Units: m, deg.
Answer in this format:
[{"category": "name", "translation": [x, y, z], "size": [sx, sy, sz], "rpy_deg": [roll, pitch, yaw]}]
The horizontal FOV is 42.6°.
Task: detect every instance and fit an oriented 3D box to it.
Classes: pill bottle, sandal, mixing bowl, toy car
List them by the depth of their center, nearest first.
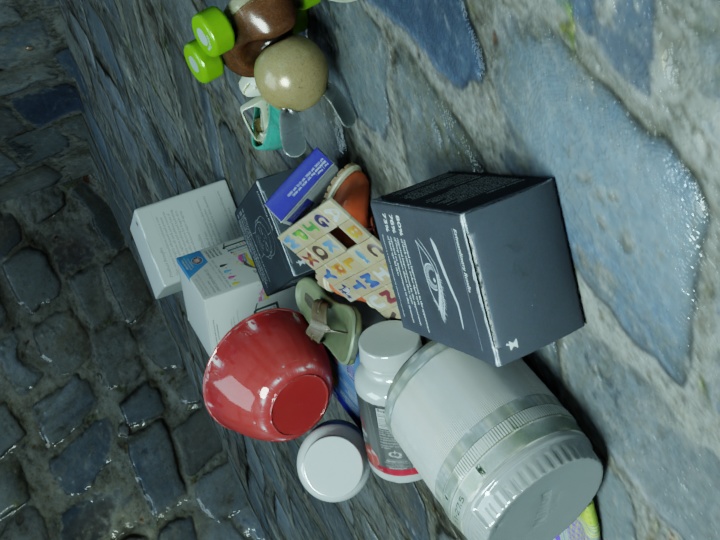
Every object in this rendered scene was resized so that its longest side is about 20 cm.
[{"category": "toy car", "translation": [-0.094, -0.245, 1.145], "size": [0.201, 0.163, 0.158], "rpy_deg": [57, 160, 0]}, {"category": "pill bottle", "translation": [0.050, 0.172, 1.226], "size": [0.111, 0.110, 0.202], "rpy_deg": [40, 146, 52]}, {"category": "sandal", "translation": [-0.055, 0.071, 1.283], "size": [0.201, 0.057, 0.081], "rpy_deg": [36, 120, 54]}, {"category": "mixing bowl", "translation": [-0.113, 0.166, 1.320], "size": [0.108, 0.198, 0.202], "rpy_deg": [32, 140, 48]}, {"category": "pill bottle", "translation": [-0.037, 0.276, 1.342], "size": [0.200, 0.108, 0.110], "rpy_deg": [88, 159, -83]}]

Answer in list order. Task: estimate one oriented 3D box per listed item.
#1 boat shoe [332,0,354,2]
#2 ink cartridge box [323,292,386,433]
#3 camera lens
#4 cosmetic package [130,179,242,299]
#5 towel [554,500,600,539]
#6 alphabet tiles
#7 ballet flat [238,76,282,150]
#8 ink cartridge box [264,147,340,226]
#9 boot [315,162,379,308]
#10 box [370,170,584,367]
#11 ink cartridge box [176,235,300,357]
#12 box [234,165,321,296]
[{"category": "boat shoe", "translation": [-0.013, -0.349, 0.973], "size": [0.200, 0.071, 0.069], "rpy_deg": [121, 162, -73]}, {"category": "ink cartridge box", "translation": [-0.001, 0.146, 1.389], "size": [0.136, 0.076, 0.202], "rpy_deg": [46, 152, 47]}, {"category": "camera lens", "translation": [0.130, 0.170, 0.947], "size": [0.200, 0.158, 0.161], "rpy_deg": [51, 153, 40]}, {"category": "cosmetic package", "translation": [-0.350, -0.062, 1.905], "size": [0.169, 0.198, 0.166], "rpy_deg": [68, 160, 3]}, {"category": "towel", "translation": [0.221, 0.297, 1.036], "size": [0.144, 0.023, 0.202], "rpy_deg": [41, 147, 54]}, {"category": "alphabet tiles", "translation": [0.000, 0.000, 1.170], "size": [0.200, 0.008, 0.167], "rpy_deg": [42, 152, -12]}, {"category": "ballet flat", "translation": [-0.144, -0.257, 1.367], "size": [0.068, 0.070, 0.202], "rpy_deg": [52, 154, 38]}, {"category": "ink cartridge box", "translation": [-0.071, -0.105, 1.187], "size": [0.039, 0.100, 0.200], "rpy_deg": [43, -179, 0]}, {"category": "boot", "translation": [0.002, -0.043, 1.223], "size": [0.107, 0.075, 0.202], "rpy_deg": [30, 135, 30]}, {"category": "box", "translation": [0.109, -0.010, 0.905], "size": [0.200, 0.103, 0.150], "rpy_deg": [19, 127, 64]}, {"category": "ink cartridge box", "translation": [-0.193, 0.039, 1.596], "size": [0.147, 0.198, 0.146], "rpy_deg": [46, 148, 47]}, {"category": "box", "translation": [-0.104, -0.060, 1.402], "size": [0.150, 0.106, 0.200], "rpy_deg": [68, 161, 3]}]
